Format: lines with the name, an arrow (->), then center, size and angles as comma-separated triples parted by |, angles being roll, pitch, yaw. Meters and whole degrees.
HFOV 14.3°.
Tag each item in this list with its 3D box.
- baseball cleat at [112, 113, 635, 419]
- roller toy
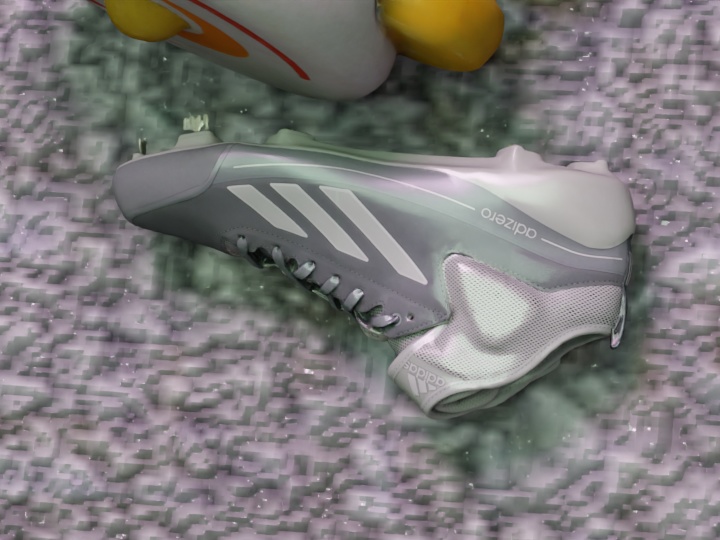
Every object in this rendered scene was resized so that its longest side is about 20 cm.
baseball cleat -> 0.000, 0.000, 1.061 | 0.200, 0.070, 0.107 | 1, 79, 15
roller toy -> -0.051, -0.146, 1.047 | 0.182, 0.200, 0.140 | 20, 82, 53
